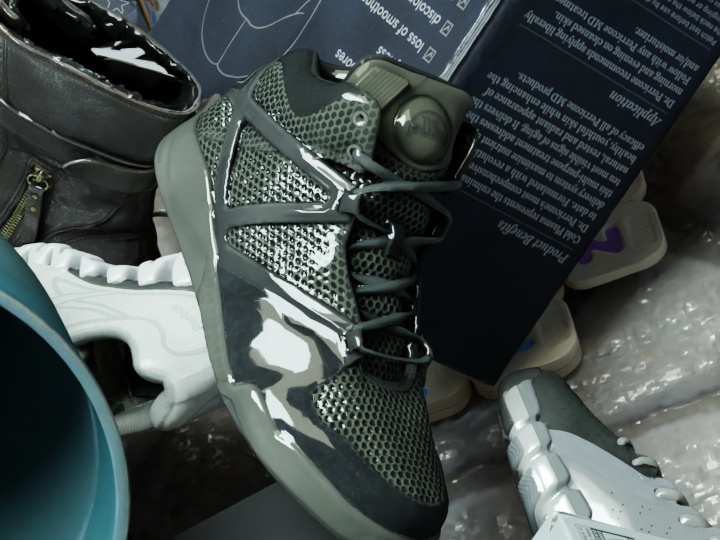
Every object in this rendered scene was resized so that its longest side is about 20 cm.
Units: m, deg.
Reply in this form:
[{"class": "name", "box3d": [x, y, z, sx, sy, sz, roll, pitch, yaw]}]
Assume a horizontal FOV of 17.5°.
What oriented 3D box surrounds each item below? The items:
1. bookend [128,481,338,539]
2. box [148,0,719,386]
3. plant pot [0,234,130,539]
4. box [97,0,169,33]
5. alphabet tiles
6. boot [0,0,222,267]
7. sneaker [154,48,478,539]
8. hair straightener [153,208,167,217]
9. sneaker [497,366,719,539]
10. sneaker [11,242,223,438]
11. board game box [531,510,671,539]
[{"class": "bookend", "box3d": [-0.072, 0.141, 0.903, 0.198, 0.092, 0.200, -28, 36, -8]}, {"class": "box", "box3d": [0.025, -0.095, 0.995, 0.197, 0.124, 0.200, -55, 40, 10]}, {"class": "plant pot", "box3d": [-0.196, 0.048, 0.858, 0.199, 0.201, 0.188, -28, 27, -1]}, {"class": "box", "box3d": [-0.174, -0.143, 1.238, 0.199, 0.115, 0.133, -5, 44, 23]}, {"class": "alphabet tiles", "box3d": [0.037, -0.011, 1.062, 0.195, 0.015, 0.201, -20, 41, 8]}, {"class": "boot", "box3d": [-0.152, -0.069, 0.990, 0.199, 0.174, 0.069, 23, 57, 7]}, {"class": "sneaker", "box3d": [0.000, 0.000, 0.840, 0.114, 0.076, 0.200, -40, 53, 29]}, {"class": "hair straightener", "box3d": [-0.146, -0.006, 1.071, 0.199, 0.041, 0.077, -9, 59, -9]}, {"class": "sneaker", "box3d": [0.127, 0.105, 0.859, 0.115, 0.075, 0.201, -20, 51, 1]}, {"class": "sneaker", "box3d": [-0.121, 0.035, 0.961, 0.199, 0.075, 0.081, -6, 24, 41]}, {"class": "board game box", "box3d": [0.144, 0.159, 0.691, 0.064, 0.199, 0.148, -58, 30, 28]}]
